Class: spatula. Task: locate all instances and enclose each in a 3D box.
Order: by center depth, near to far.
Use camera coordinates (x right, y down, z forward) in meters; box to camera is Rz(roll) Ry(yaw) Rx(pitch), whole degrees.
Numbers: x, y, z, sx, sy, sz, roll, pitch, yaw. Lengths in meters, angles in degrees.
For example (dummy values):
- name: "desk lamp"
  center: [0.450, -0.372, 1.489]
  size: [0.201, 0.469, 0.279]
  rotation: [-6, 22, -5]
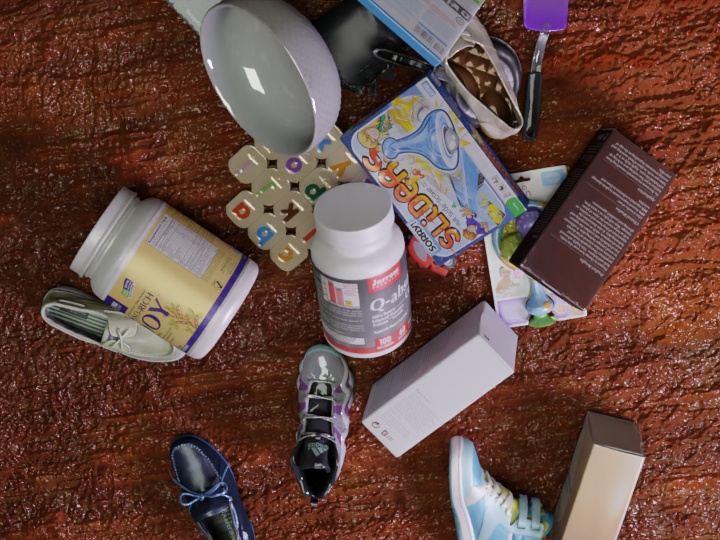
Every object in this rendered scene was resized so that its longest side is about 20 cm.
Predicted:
- name: "spatula"
  center: [0.214, -0.252, 1.672]
  size: [0.056, 0.021, 0.201]
  rotation: [1, 112, -9]

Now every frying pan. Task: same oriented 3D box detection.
- name: "frying pan"
  center: [0.117, -0.243, 1.650]
  size: [0.190, 0.031, 0.115]
  rotation: [36, 98, -30]

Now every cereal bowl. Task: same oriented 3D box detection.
- name: "cereal bowl"
  center: [-0.093, -0.238, 1.623]
  size: [0.083, 0.200, 0.201]
  rotation: [-38, 107, -27]

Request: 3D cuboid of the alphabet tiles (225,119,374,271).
- name: "alphabet tiles"
  center: [-0.067, -0.094, 1.746]
  size: [0.200, 0.015, 0.195]
  rotation: [45, 117, -11]

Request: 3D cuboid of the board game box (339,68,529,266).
- name: "board game box"
  center: [0.089, -0.120, 1.659]
  size: [0.135, 0.034, 0.200]
  rotation: [-34, 103, 24]

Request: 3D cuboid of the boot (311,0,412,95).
- name: "boot"
  center: [-0.003, -0.319, 1.639]
  size: [0.162, 0.073, 0.198]
  rotation: [-38, 108, 13]

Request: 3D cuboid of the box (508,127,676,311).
- name: "box"
  center: [0.279, -0.062, 1.679]
  size: [0.100, 0.075, 0.200]
  rotation: [35, 89, -8]

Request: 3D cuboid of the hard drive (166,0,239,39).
- name: "hard drive"
  center: [-0.153, -0.381, 1.651]
  size: [0.200, 0.033, 0.140]
  rotation: [-41, 102, 17]

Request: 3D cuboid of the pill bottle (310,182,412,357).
- name: "pill bottle"
  center: [0.000, 0.000, 1.700]
  size: [0.115, 0.116, 0.201]
  rotation: [-3, 132, 6]

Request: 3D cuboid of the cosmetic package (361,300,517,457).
- name: "cosmetic package"
  center: [0.101, 0.138, 1.770]
  size: [0.200, 0.102, 0.071]
  rotation: [-39, 103, 23]

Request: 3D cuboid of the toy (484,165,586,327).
- name: "toy"
  center: [0.215, -0.022, 1.741]
  size: [0.115, 0.047, 0.201]
  rotation: [-9, 109, 7]

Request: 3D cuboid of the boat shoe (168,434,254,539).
- name: "boat shoe"
  center: [-0.195, 0.314, 1.885]
  size: [0.084, 0.069, 0.200]
  rotation: [-29, 105, 14]

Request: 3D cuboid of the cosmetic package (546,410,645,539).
- name: "cosmetic package"
  center: [0.305, 0.298, 1.819]
  size: [0.071, 0.105, 0.201]
  rotation: [14, 109, 0]

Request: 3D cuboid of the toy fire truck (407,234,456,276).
- name: "toy fire truck"
  center: [0.084, -0.105, 1.717]
  size: [0.141, 0.049, 0.201]
  rotation: [24, 116, 5]

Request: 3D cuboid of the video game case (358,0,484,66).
- name: "video game case"
  center: [0.083, -0.347, 1.579]
  size: [0.143, 0.018, 0.200]
  rotation: [39, 64, -10]

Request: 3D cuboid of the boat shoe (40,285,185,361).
- name: "boat shoe"
  center: [-0.323, 0.079, 1.815]
  size: [0.199, 0.062, 0.072]
  rotation: [17, 110, -3]

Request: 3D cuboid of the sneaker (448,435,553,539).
- name: "sneaker"
  center: [0.186, 0.300, 1.845]
  size: [0.130, 0.080, 0.201]
  rotation: [-7, 119, 9]

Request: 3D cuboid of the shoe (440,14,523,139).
- name: "shoe"
  center: [0.130, -0.242, 1.608]
  size: [0.070, 0.053, 0.200]
  rotation: [-33, 101, -2]

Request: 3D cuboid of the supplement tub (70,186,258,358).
- name: "supplement tub"
  center: [-0.245, 0.001, 1.737]
  size: [0.200, 0.145, 0.146]
  rotation: [33, 109, -7]

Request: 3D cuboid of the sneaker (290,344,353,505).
- name: "sneaker"
  center: [-0.051, 0.208, 1.796]
  size: [0.077, 0.140, 0.201]
  rotation: [0, 110, 5]
